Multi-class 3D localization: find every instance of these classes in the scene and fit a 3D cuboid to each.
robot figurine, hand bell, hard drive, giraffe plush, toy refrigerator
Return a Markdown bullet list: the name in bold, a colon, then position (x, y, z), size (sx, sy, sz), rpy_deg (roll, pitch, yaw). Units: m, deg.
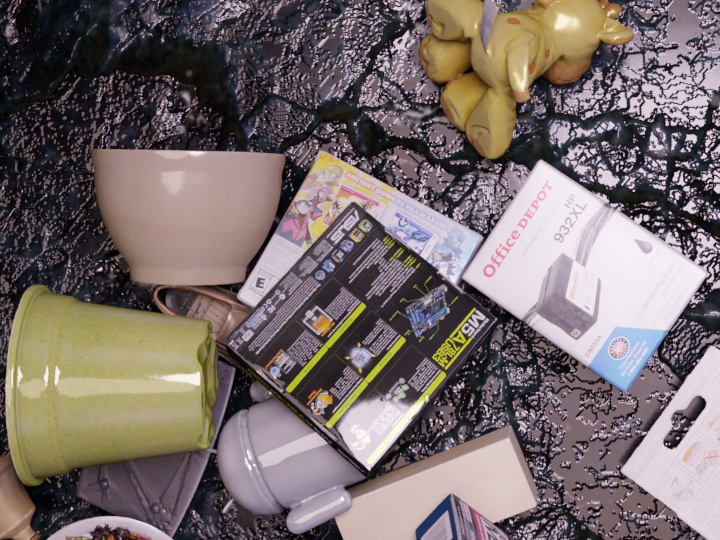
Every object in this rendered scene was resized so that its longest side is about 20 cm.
- **robot figurine**: position (-0.063, 0.181, 1.226), size (0.198, 0.113, 0.171), rpy_deg (-22, 61, 8)
- **hand bell**: position (-0.361, 0.306, 1.320), size (0.104, 0.104, 0.201), rpy_deg (-36, 96, 8)
- **hard drive**: position (-0.220, 0.176, 1.303), size (0.134, 0.042, 0.202), rpy_deg (21, 92, 11)
- **giraffe plush**: position (0.171, -0.231, 1.191), size (0.161, 0.200, 0.174), rpy_deg (-23, 80, -19)
- **toy refrigerator**: position (0.078, 0.235, 1.232), size (0.198, 0.070, 0.077), rpy_deg (-24, 90, 11)

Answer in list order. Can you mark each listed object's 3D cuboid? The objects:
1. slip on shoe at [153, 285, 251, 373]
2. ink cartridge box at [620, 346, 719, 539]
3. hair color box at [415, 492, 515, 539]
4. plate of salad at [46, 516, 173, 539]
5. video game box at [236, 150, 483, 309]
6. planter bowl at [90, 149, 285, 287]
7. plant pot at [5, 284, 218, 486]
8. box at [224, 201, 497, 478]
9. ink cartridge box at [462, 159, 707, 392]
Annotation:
- **slip on shoe**: position (-0.133, 0.062, 1.279), size (0.199, 0.061, 0.077), rpy_deg (31, 94, 10)
- **ink cartridge box**: position (0.386, 0.197, 1.185), size (0.199, 0.050, 0.162), rpy_deg (36, 96, 14)
- **hair color box**: position (0.149, 0.314, 1.161), size (0.199, 0.100, 0.061), rpy_deg (38, 105, -14)
- **plate of salad**: position (-0.269, 0.361, 1.282), size (0.197, 0.048, 0.203), rpy_deg (0, 105, -1)
- **video game box**: position (0.000, 0.000, 1.245), size (0.199, 0.047, 0.183), rpy_deg (29, 83, 10)
- **planter bowl**: position (-0.176, -0.055, 1.226), size (0.198, 0.200, 0.137), rpy_deg (1, 95, 11)
- **plant pot**: position (-0.240, 0.115, 1.205), size (0.182, 0.200, 0.203), rpy_deg (0, 89, -1)
- **box**: position (0.000, 0.064, 1.173), size (0.193, 0.048, 0.200), rpy_deg (39, 74, 9)
- **ink cartridge box**: position (0.223, 0.005, 1.199), size (0.199, 0.084, 0.146), rpy_deg (35, 96, 10)
